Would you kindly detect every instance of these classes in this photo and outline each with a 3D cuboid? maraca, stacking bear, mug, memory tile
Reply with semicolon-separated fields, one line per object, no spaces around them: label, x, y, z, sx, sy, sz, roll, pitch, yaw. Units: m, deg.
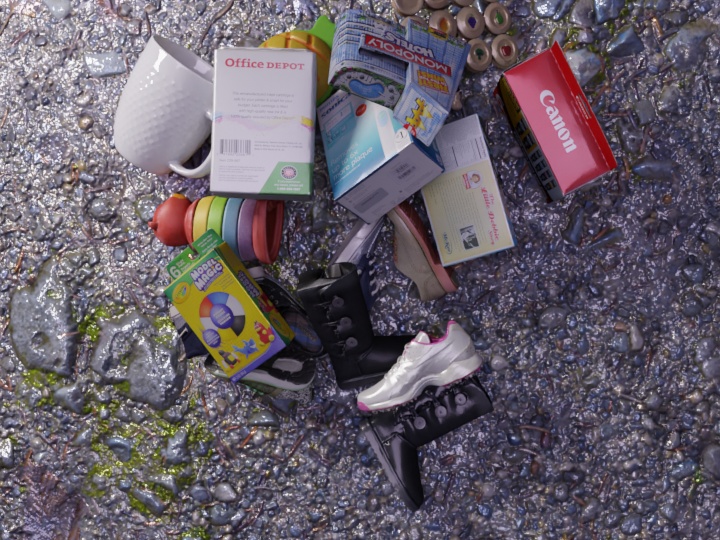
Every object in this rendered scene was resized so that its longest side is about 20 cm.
maraca;-0.090;-0.317;1.180;0.198;0.107;0.138;-31;82;-6
stacking bear;-0.230;-0.073;1.189;0.196;0.121;0.116;5;100;7
mug;-0.282;-0.229;1.164;0.200;0.147;0.176;42;106;20
memory tile;0.148;-0.377;1.162;0.197;0.017;0.156;-15;95;-19

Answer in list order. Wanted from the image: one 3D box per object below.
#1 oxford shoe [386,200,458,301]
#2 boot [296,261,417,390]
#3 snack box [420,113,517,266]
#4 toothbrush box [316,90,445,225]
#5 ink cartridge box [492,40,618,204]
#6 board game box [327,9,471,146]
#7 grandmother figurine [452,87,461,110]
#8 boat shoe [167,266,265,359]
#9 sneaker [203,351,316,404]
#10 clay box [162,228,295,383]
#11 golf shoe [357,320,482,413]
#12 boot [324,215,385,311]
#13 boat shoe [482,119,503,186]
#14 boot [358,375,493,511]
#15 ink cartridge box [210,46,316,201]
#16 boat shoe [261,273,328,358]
oxford shoe;0.074;-0.037;1.168;0.073;0.071;0.202;-29;103;19
boot;0.009;0.072;1.146;0.162;0.066;0.203;-21;116;-1
snack box;0.152;-0.118;1.132;0.114;0.037;0.203;-15;92;21
toothbrush box;0.025;-0.195;1.111;0.145;0.085;0.202;-32;47;26
ink cartridge box;0.282;-0.212;1.116;0.083;0.176;0.202;-27;88;3
board game box;0.059;-0.269;1.034;0.197;0.202;0.062;17;134;-15
grandmother figurine;0.102;-0.278;1.189;0.119;0.061;0.204;11;93;-5
boat shoe;-0.212;0.069;1.177;0.198;0.074;0.094;-27;80;34
sneaker;-0.160;0.174;1.202;0.197;0.077;0.090;10;129;21
clay box;-0.200;0.052;1.106;0.114;0.048;0.201;-35;96;23
golf shoe;0.079;0.143;1.126;0.197;0.075;0.093;-24;93;2
boot;0.000;0.000;1.198;0.090;0.073;0.201;34;95;-11
boat shoe;0.190;-0.134;1.178;0.064;0.072;0.204;2;93;-2
boot;0.120;0.255;1.181;0.198;0.066;0.166;-31;89;-1
ink cartridge box;-0.135;-0.205;1.078;0.142;0.088;0.204;1;90;-2
boat shoe;-0.126;0.066;1.204;0.199;0.057;0.069;37;92;5
